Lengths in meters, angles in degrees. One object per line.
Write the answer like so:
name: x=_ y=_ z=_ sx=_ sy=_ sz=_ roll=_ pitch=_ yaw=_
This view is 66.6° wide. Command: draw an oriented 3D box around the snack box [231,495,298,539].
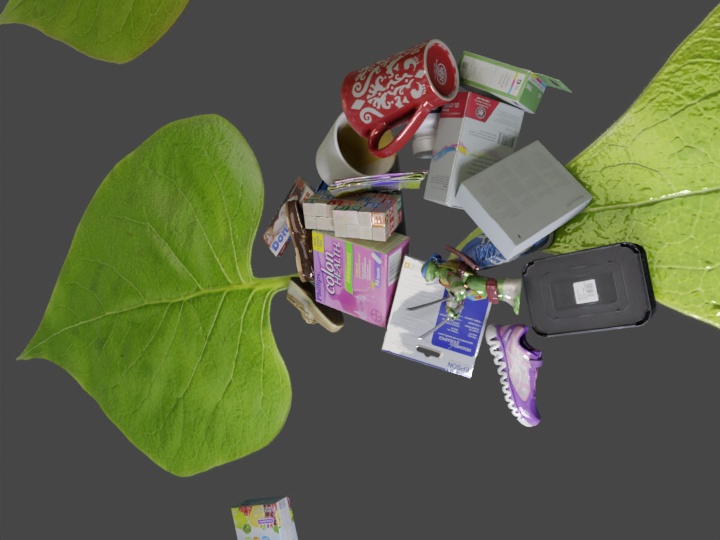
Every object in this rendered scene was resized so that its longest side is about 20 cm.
snack box: x=-0.244 y=0.711 z=1.440 sx=0.166 sy=0.067 sz=0.205 roll=-21 pitch=81 yaw=33

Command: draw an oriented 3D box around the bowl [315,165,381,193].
bowl: x=-0.026 y=-0.144 z=1.286 sx=0.197 sy=0.039 sz=0.206 roll=1 pitch=91 yaw=34

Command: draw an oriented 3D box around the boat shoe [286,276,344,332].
boat shoe: x=-0.113 y=0.093 z=1.338 sx=0.200 sy=0.073 sz=0.067 roll=42 pitch=117 yaw=37

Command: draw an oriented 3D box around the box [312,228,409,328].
box: x=0.000 y=0.000 z=1.198 sx=0.197 sy=0.096 sz=0.180 roll=19 pitch=124 yaw=31

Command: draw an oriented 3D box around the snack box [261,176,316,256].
snack box: x=-0.181 y=-0.137 z=1.403 sx=0.072 sy=0.024 sz=0.202 roll=46 pitch=115 yaw=23

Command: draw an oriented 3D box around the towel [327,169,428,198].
towel: x=0.032 y=-0.172 z=1.104 sx=0.195 sy=0.144 sz=0.023 roll=-6 pitch=90 yaw=-1

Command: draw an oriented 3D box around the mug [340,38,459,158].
mug: x=0.082 y=-0.319 z=1.027 sx=0.197 sy=0.132 sz=0.182 roll=-9 pitch=101 yaw=44

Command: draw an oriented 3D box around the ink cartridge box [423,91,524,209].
ink cartridge box: x=0.214 y=-0.219 z=1.044 sx=0.082 sy=0.143 sz=0.205 roll=25 pitch=106 yaw=57

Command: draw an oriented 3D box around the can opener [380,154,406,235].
can opener: x=0.074 y=-0.160 z=1.210 sx=0.052 sy=0.066 sz=0.206 roll=-2 pitch=97 yaw=29

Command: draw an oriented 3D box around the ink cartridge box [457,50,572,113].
ink cartridge box: x=0.283 y=-0.345 z=1.028 sx=0.198 sy=0.103 sz=0.060 roll=30 pitch=108 yaw=30

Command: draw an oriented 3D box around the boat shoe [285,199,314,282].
boat shoe: x=-0.130 y=-0.076 z=1.340 sx=0.069 sy=0.070 sz=0.205 roll=-12 pitch=98 yaw=17

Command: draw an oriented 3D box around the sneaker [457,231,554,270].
sneaker: x=0.270 y=-0.051 z=1.060 sx=0.197 sy=0.076 sz=0.077 roll=-23 pitch=80 yaw=34

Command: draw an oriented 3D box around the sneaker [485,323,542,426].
sneaker: x=0.309 y=0.190 z=1.042 sx=0.087 sy=0.080 sz=0.205 roll=-22 pitch=78 yaw=25

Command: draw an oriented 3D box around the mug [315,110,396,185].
mug: x=-0.008 y=-0.249 z=1.177 sx=0.152 sy=0.183 sz=0.153 roll=-22 pitch=86 yaw=58

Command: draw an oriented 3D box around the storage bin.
storage bin: x=0.399 y=0.035 z=0.963 sx=0.197 sy=0.093 sz=0.139 roll=-13 pitch=84 yaw=35

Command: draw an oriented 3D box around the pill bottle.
pill bottle: x=0.142 y=-0.340 z=1.121 sx=0.109 sy=0.110 sz=0.206 roll=-4 pitch=89 yaw=34

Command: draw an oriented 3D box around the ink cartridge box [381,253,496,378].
ink cartridge box: x=0.158 y=0.091 z=1.120 sx=0.193 sy=0.047 sz=0.205 roll=16 pitch=100 yaw=9

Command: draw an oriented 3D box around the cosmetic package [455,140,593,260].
cosmetic package: x=0.292 y=-0.130 z=0.982 sx=0.152 sy=0.197 sz=0.052 roll=52 pitch=158 yaw=23

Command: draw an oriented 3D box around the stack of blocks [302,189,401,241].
stack of blocks: x=-0.021 y=-0.119 z=1.159 sx=0.195 sy=0.115 sz=0.060 roll=7 pitch=118 yaw=21

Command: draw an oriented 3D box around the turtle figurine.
turtle figurine: x=0.195 y=0.062 z=1.012 sx=0.189 sy=0.202 sz=0.146 roll=7 pitch=134 yaw=17
